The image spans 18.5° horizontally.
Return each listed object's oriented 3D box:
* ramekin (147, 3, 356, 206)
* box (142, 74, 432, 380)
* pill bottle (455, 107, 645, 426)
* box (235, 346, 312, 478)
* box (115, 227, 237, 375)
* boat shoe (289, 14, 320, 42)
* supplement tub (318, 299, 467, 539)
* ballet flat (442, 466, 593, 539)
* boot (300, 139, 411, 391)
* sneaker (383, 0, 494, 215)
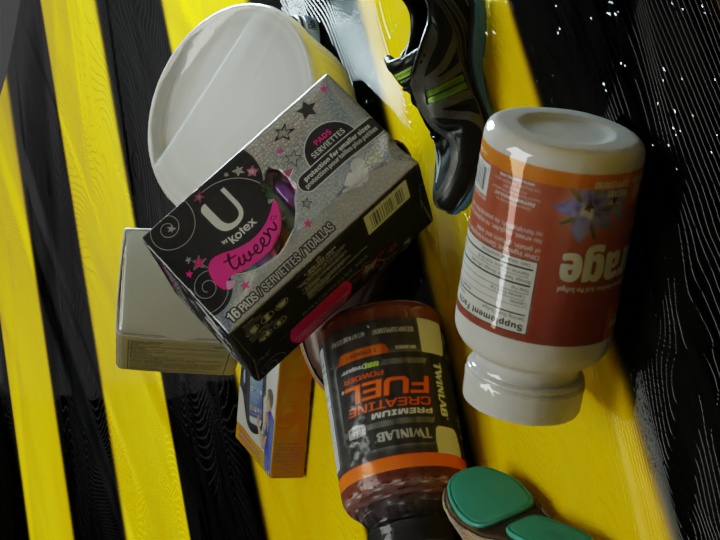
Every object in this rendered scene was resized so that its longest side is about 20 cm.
[{"bbox_3d":[-0.091,-0.134,2.003,0.201,0.094,0.204,-11,71,35],"label":"ramekin"},{"bbox_3d":[-0.056,-0.034,1.748,0.115,0.200,0.132,44,171,19],"label":"box"},{"bbox_3d":[0.125,-0.002,1.507,0.112,0.111,0.202,-132,46,-60],"label":"pill bottle"},{"bbox_3d":[-0.082,0.088,2.148,0.119,0.041,0.202,-142,53,-65],"label":"box"},{"bbox_3d":[-0.181,0.034,2.215,0.200,0.127,0.110,119,154,-76],"label":"box"},{"bbox_3d":[-0.087,-0.148,2.120,0.074,0.067,0.201,-124,40,-56],"label":"boat shoe"},{"bbox_3d":[0.029,0.132,1.765,0.107,0.106,0.202,129,136,-58],"label":"supplement tub"},{"bbox_3d":[0.115,0.204,1.604,0.200,0.068,0.068,-145,42,-66],"label":"ballet flat"},{"bbox_3d":[0.000,0.000,1.886,0.166,0.072,0.202,148,123,-68],"label":"boot"},{"bbox_3d":[0.058,-0.141,1.721,0.071,0.082,0.202,160,106,-67],"label":"sneaker"}]
